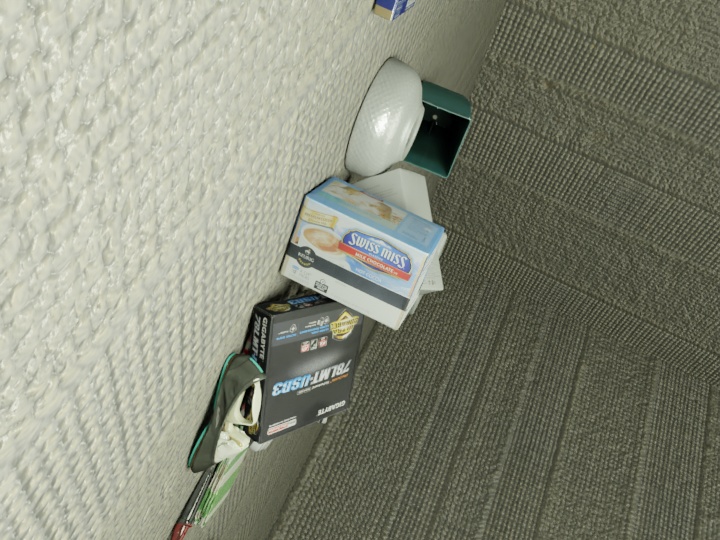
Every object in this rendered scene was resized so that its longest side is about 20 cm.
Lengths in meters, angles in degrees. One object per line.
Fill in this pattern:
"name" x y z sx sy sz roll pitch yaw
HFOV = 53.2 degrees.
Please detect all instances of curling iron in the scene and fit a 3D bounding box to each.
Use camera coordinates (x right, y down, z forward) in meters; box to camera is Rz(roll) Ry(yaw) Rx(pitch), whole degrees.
"curling iron" -0.276 0.398 1.116 0.050 0.025 0.202 110 7 -59

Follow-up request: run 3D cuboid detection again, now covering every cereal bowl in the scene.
"cereal bowl" 0.052 -0.244 1.199 0.200 0.082 0.203 24 89 -83

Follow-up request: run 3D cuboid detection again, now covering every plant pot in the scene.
"plant pot" 0.162 -0.331 1.586 0.201 0.139 0.143 -69 180 -55

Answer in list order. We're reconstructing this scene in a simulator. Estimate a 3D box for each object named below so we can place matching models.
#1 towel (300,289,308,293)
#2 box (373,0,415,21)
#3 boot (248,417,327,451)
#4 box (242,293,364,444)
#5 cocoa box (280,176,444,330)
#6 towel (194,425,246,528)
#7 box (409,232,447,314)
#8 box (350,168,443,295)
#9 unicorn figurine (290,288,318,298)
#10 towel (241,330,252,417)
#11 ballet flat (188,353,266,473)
"towel" -0.123 0.140 1.311 0.202 0.036 0.149 -65 163 -11
"box" 0.075 -0.431 0.915 0.121 0.032 0.202 -57 170 -57
"boot" -0.097 0.231 1.198 0.201 0.095 0.073 -56 -171 -19
"box" -0.082 0.138 1.087 0.198 0.049 0.202 -9 113 -47
"cocoa box" 0.005 -0.031 1.071 0.133 0.198 0.133 -68 172 25
"towel" -0.234 0.344 1.297 0.153 0.023 0.203 -31 143 -80
"box" 0.079 -0.029 1.706 0.173 0.198 0.199 -61 172 -12
"box" 0.053 -0.054 1.222 0.097 0.123 0.204 5 75 -57
"unicorn figurine" -0.053 0.035 1.239 0.138 0.197 0.075 -112 -145 -60
"towel" -0.152 0.148 1.121 0.144 0.023 0.202 -21 137 -64
"ballet flat" -0.184 0.214 1.007 0.202 0.068 0.068 -68 167 19
